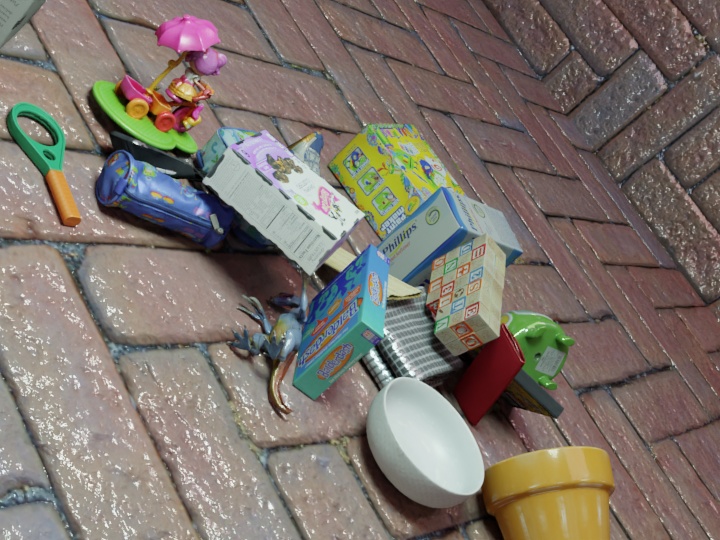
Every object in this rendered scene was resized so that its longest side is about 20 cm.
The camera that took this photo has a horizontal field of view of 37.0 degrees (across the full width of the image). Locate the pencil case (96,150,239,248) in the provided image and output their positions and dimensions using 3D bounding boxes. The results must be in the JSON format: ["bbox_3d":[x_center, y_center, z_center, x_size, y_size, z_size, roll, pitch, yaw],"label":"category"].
[{"bbox_3d":[-0.265,-0.094,1.495,0.199,0.079,0.087,24,7,-38],"label":"pencil case"}]

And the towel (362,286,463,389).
[{"bbox_3d":[0.074,0.113,1.727,0.166,0.085,0.200,56,27,13],"label":"towel"}]

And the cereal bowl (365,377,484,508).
[{"bbox_3d":[0.080,0.256,1.544,0.200,0.083,0.201,37,28,-24],"label":"cereal bowl"}]

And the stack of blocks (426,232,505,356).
[{"bbox_3d":[0.169,0.043,1.750,0.059,0.115,0.201,46,34,-25],"label":"stack of blocks"}]

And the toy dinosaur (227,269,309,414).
[{"bbox_3d":[-0.116,0.090,1.523,0.181,0.104,0.202,-9,94,-70],"label":"toy dinosaur"}]

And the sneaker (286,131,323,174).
[{"bbox_3d":[-0.104,-0.176,1.882,0.088,0.075,0.200,55,31,-12],"label":"sneaker"}]

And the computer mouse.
[{"bbox_3d":[-0.265,-0.139,1.552,0.140,0.046,0.199,24,1,38],"label":"computer mouse"}]

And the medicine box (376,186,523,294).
[{"bbox_3d":[0.159,-0.036,1.948,0.199,0.182,0.103,16,39,-47],"label":"medicine box"}]

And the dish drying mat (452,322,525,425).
[{"bbox_3d":[0.207,0.170,1.738,0.018,0.201,0.077,-8,57,-29],"label":"dish drying mat"}]

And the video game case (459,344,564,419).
[{"bbox_3d":[0.237,0.172,1.848,0.200,0.026,0.181,43,-11,-11],"label":"video game case"}]

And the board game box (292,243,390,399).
[{"bbox_3d":[-0.025,0.071,1.558,0.045,0.152,0.201,37,27,-19],"label":"board game box"}]

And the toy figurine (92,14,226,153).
[{"bbox_3d":[-0.268,-0.289,1.615,0.199,0.184,0.151,24,24,-48],"label":"toy figurine"}]

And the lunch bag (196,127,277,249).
[{"bbox_3d":[-0.157,-0.127,1.703,0.160,0.082,0.201,-3,56,-57],"label":"lunch bag"}]

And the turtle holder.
[{"bbox_3d":[0.286,0.142,1.984,0.184,0.142,0.132,-10,27,-22],"label":"turtle holder"}]

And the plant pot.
[{"bbox_3d":[0.290,0.380,1.599,0.199,0.199,0.185,19,53,-44],"label":"plant pot"}]

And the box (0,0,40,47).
[{"bbox_3d":[-0.529,-0.450,1.518,0.200,0.131,0.200,39,27,-19],"label":"box"}]

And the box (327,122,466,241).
[{"bbox_3d":[0.075,-0.171,2.074,0.193,0.122,0.200,54,26,13],"label":"box"}]

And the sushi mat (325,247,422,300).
[{"bbox_3d":[0.000,0.000,1.738,0.199,0.012,0.095,29,18,32],"label":"sushi mat"}]

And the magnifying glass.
[{"bbox_3d":[-0.408,-0.141,1.412,0.079,0.022,0.201,10,43,-52],"label":"magnifying glass"}]

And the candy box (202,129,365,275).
[{"bbox_3d":[-0.104,-0.101,1.538,0.200,0.072,0.168,40,20,0],"label":"candy box"}]
